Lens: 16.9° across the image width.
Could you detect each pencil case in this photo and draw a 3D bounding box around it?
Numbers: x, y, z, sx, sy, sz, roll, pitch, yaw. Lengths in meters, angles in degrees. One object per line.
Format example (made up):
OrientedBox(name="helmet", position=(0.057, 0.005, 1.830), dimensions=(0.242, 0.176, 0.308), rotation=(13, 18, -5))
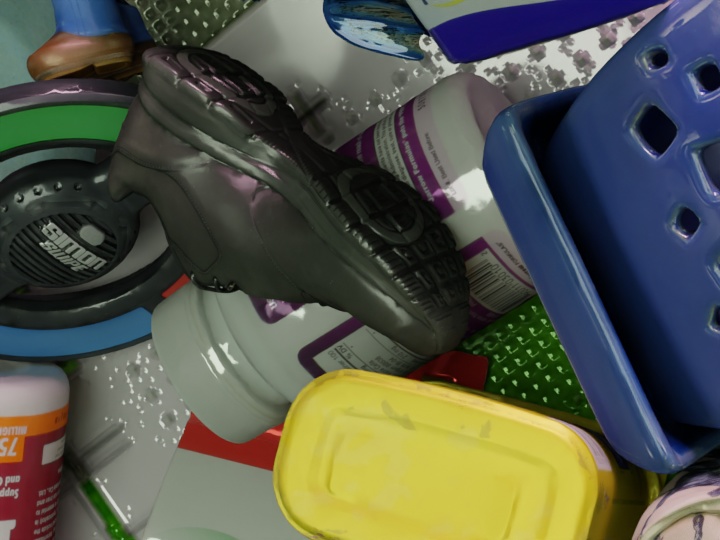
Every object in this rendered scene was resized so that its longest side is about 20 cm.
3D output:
OrientedBox(name="pencil case", position=(0.172, 0.123, 1.081), dimensions=(0.078, 0.200, 0.090), rotation=(-11, 94, 19))

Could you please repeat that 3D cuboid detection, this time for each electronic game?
OrientedBox(name="electronic game", position=(-0.149, -0.021, 1.197), dimensions=(0.200, 0.200, 0.042), rotation=(-31, 47, 20))

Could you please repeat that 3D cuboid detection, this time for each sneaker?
OrientedBox(name="sneaker", position=(-0.034, -0.018, 1.097), dimensions=(0.200, 0.076, 0.091), rotation=(40, 115, 24))

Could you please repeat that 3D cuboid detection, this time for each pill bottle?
OrientedBox(name="pill bottle", position=(0.000, 0.000, 1.173), dimensions=(0.200, 0.112, 0.112), rotation=(-32, 85, 18))
OrientedBox(name="pill bottle", position=(-0.217, 0.145, 1.269), dimensions=(0.113, 0.113, 0.200), rotation=(10, 100, 18))

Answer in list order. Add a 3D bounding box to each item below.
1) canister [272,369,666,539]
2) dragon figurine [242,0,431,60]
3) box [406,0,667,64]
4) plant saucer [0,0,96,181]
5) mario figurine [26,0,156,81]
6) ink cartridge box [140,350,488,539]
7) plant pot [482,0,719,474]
OrientedBox(name="canister", position=(0.052, 0.098, 1.099), dimensions=(0.148, 0.200, 0.087), rotation=(14, 87, 15))
OrientedBox(name="dragon figurine", position=(0.017, -0.135, 1.158), dimensions=(0.200, 0.099, 0.059), rotation=(20, 103, 16))
OrientedBox(name="box", position=(0.041, -0.220, 0.995), dimensions=(0.105, 0.184, 0.200), rotation=(-18, 134, 24))
OrientedBox(name="plant saucer", position=(-0.223, -0.080, 1.283), dimensions=(0.201, 0.039, 0.201), rotation=(2, 98, 19))
OrientedBox(name="mario figurine", position=(-0.168, -0.184, 1.190), dimensions=(0.106, 0.123, 0.200), rotation=(-13, 85, -23))
OrientedBox(name="ink cartridge box", position=(-0.029, 0.128, 1.236), dimensions=(0.161, 0.050, 0.200), rotation=(12, 103, 17))
OrientedBox(name="plant pot", position=(0.180, -0.027, 1.068), dimensions=(0.180, 0.200, 0.200), rotation=(-27, 87, 27))
